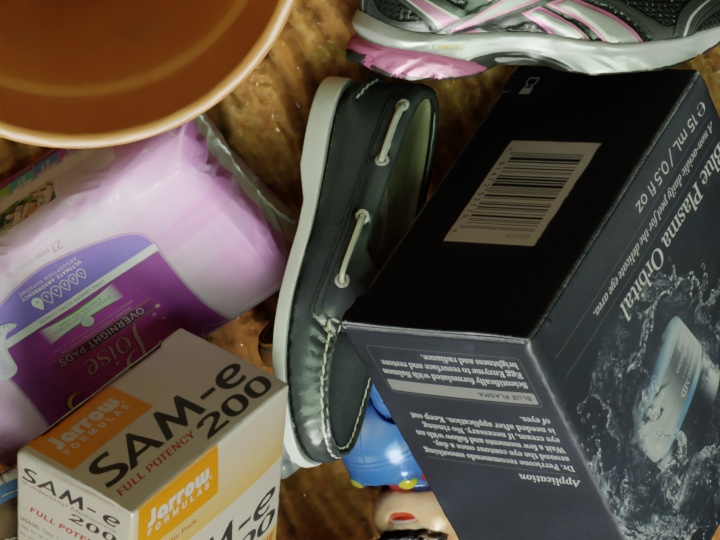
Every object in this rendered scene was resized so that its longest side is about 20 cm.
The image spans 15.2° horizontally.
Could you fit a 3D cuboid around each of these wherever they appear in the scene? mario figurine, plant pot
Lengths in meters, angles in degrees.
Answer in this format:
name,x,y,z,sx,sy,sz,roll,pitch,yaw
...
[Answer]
name,x,y,z,sx,sy,sz,roll,pitch,yaw
mario figurine,0.018,0.111,1.457,0.106,0.123,0.200,-35,118,-9
plant pot,-0.134,-0.176,1.241,0.199,0.140,0.201,-5,122,-9

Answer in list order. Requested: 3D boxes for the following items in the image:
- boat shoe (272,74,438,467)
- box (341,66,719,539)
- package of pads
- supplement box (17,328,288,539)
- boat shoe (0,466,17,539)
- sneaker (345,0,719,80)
name,x,y,z,sx,sy,sz,roll,pitch,yaw
boat shoe,0.000,0.000,1.356,0.060,0.076,0.201,3,85,23
box,0.117,0.033,1.366,0.117,0.197,0.200,5,136,38
package of pads,-0.136,0.000,1.383,0.200,0.076,0.121,-33,121,10
supplement box,-0.104,0.147,1.343,0.073,0.126,0.201,26,132,25
boat shoe,-0.158,0.134,1.404,0.200,0.072,0.073,-26,84,-33
sneaker,0.092,-0.145,1.344,0.199,0.080,0.087,-5,108,-16
